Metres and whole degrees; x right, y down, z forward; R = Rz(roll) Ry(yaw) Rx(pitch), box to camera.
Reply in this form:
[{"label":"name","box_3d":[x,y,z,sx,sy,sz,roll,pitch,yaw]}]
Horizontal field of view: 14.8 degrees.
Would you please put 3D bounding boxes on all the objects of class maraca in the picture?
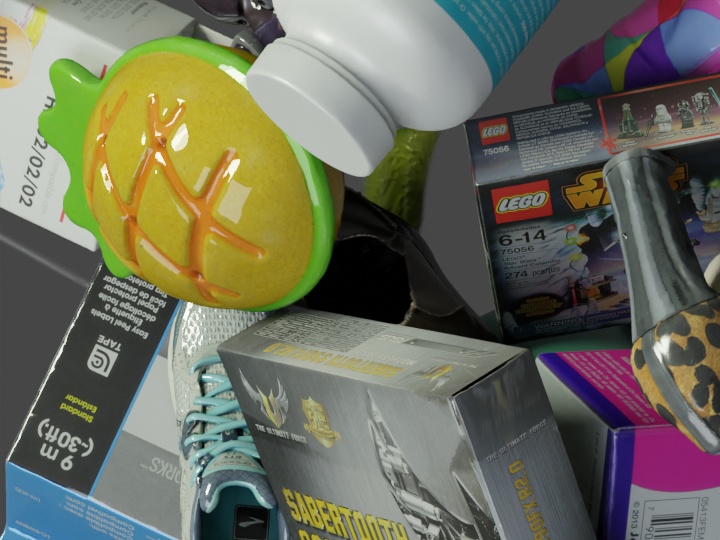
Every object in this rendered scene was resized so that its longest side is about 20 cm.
[{"label":"maraca","box_3d":[-0.085,-0.046,1.316,0.199,0.107,0.138,6,115,47]}]

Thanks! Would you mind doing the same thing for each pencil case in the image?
[{"label":"pencil case","box_3d":[0.178,-0.114,1.255,0.088,0.088,0.200,46,126,-6]}]

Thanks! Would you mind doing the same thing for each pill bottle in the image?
[{"label":"pill bottle","box_3d":[0.035,-0.139,1.215,0.110,0.200,0.111,34,166,10]}]

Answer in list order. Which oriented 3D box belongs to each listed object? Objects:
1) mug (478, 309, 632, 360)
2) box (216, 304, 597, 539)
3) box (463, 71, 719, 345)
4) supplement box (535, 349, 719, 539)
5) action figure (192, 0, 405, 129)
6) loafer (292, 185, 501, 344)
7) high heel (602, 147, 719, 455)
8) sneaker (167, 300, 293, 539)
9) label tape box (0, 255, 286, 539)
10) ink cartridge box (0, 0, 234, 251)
[{"label":"mug","box_3d":[0.108,0.087,1.373,0.184,0.114,0.153,-19,115,-12]},{"label":"box","box_3d":[0.027,0.104,1.243,0.199,0.048,0.159,10,125,57]},{"label":"box","box_3d":[0.153,-0.032,1.260,0.198,0.040,0.137,-11,145,3]},{"label":"supplement box","box_3d":[0.184,0.097,1.282,0.198,0.103,0.102,-1,109,-18]},{"label":"action figure","box_3d":[-0.052,-0.130,1.325,0.200,0.070,0.130,38,145,-14]},{"label":"loafer","box_3d":[0.000,0.000,1.348,0.073,0.200,0.071,-47,129,-3]},{"label":"high heel","box_3d":[0.192,0.034,1.201,0.199,0.143,0.071,15,139,-32]},{"label":"sneaker","box_3d":[-0.055,0.092,1.360,0.077,0.086,0.202,-7,79,0]},{"label":"label tape box","box_3d":[-0.101,0.102,1.438,0.143,0.063,0.201,23,81,9]},{"label":"ink cartridge box","box_3d":[-0.160,-0.092,1.417,0.199,0.068,0.116,25,120,9]}]
